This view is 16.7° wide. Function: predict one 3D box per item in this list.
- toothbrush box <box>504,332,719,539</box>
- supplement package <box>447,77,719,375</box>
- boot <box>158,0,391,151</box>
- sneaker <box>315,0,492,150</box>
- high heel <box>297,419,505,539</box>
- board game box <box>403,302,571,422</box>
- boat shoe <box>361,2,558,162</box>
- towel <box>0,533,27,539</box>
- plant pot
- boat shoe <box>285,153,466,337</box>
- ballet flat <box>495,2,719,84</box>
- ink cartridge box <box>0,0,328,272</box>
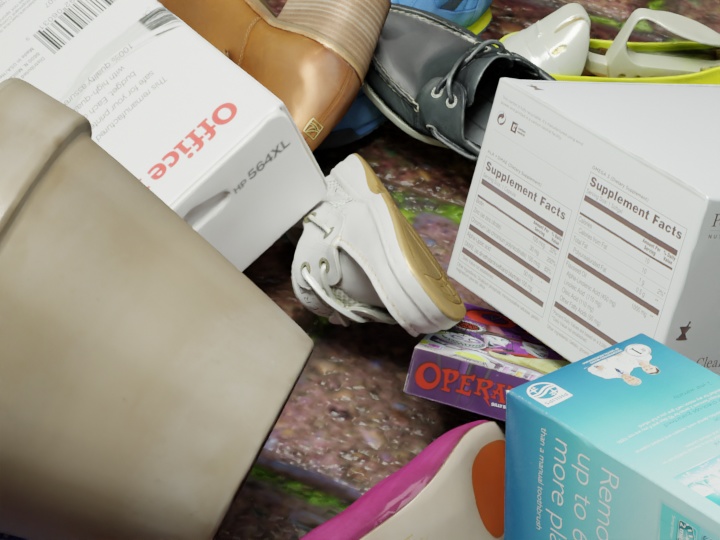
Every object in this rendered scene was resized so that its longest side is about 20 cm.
[{"bbox_3d":[0.153,0.137,1.020,0.085,0.147,0.200,-21,35,-33],"label":"toothbrush box"},{"bbox_3d":[0.176,-0.018,1.228,0.199,0.111,0.156,-3,26,-38],"label":"supplement package"},{"bbox_3d":[-0.085,-0.094,1.367,0.200,0.074,0.155,-1,55,50],"label":"boot"},{"bbox_3d":[0.010,-0.144,1.434,0.066,0.079,0.200,20,45,30],"label":"sneaker"},{"bbox_3d":[0.002,0.121,1.123,0.096,0.068,0.200,-7,14,28],"label":"high heel"},{"bbox_3d":[0.129,0.063,1.203,0.199,0.032,0.120,15,9,9],"label":"board game box"},{"bbox_3d":[0.074,-0.092,1.355,0.199,0.066,0.074,43,70,12],"label":"boat shoe"},{"bbox_3d":[-0.224,0.115,1.107,0.199,0.024,0.145,19,37,14],"label":"towel"},{"bbox_3d":[-0.122,0.044,1.077,0.173,0.200,0.200,29,39,0],"label":"plant pot"},{"bbox_3d":[0.000,0.000,1.240,0.069,0.071,0.200,-34,16,0],"label":"boat shoe"},{"bbox_3d":[0.144,-0.124,1.455,0.199,0.067,0.067,4,34,-5],"label":"ballet flat"},{"bbox_3d":[-0.137,-0.065,1.264,0.146,0.084,0.200,-43,55,-9],"label":"ink cartridge box"}]
